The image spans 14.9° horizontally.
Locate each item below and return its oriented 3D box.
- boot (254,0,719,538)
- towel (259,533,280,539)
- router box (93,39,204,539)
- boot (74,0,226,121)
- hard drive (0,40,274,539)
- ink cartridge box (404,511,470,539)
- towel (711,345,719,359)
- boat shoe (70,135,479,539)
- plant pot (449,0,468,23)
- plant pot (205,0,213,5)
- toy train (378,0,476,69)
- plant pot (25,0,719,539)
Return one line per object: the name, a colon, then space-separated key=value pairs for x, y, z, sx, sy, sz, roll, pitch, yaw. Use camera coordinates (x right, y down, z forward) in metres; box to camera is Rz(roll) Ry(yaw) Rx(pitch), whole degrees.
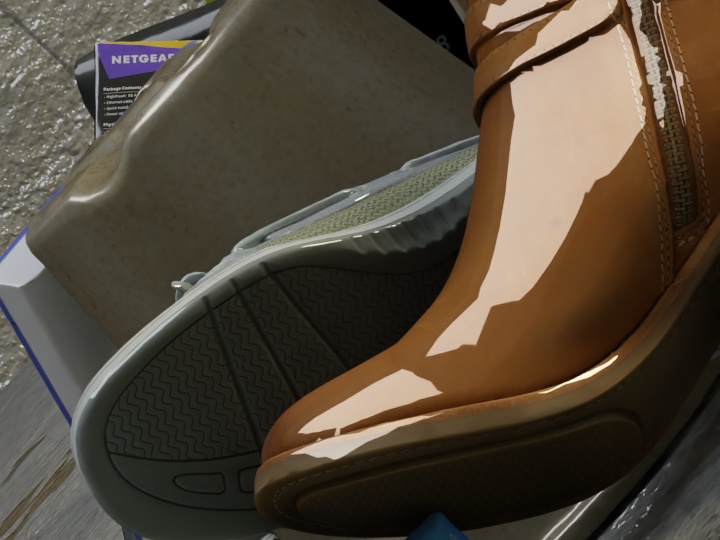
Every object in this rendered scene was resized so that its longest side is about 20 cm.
boot: x=0.047 y=-0.027 z=0.721 sx=0.199 sy=0.156 sz=0.077 roll=-25 pitch=-25 yaw=10
towel: x=-0.089 y=0.151 z=0.762 sx=0.193 sy=0.034 sz=0.200 roll=-54 pitch=4 yaw=-12
router box: x=-0.081 y=0.019 z=1.168 sx=0.200 sy=0.052 sz=0.158 roll=91 pitch=177 yaw=-65
boot: x=-0.039 y=-0.116 z=1.170 sx=0.199 sy=0.165 sz=0.066 roll=-17 pitch=42 yaw=31
hard drive: x=-0.053 y=0.034 z=1.025 sx=0.025 sy=0.200 sz=0.132 roll=7 pitch=47 yaw=37
ink cartridge box: x=-0.014 y=0.157 z=0.643 sx=0.115 sy=0.068 sz=0.200 roll=-45 pitch=8 yaw=27
towel: x=0.144 y=-0.057 z=0.784 sx=0.200 sy=0.024 sz=0.147 roll=-35 pitch=35 yaw=39
boat shoe: x=0.004 y=0.011 z=0.779 sx=0.202 sy=0.075 sz=0.065 roll=-34 pitch=13 yaw=-21
plant pot: x=0.104 y=-0.210 z=0.896 sx=0.177 sy=0.200 sz=0.200 roll=-34 pitch=3 yaw=-28
plant pot: x=0.019 y=-0.133 z=1.554 sx=0.187 sy=0.187 sz=0.200 roll=-47 pitch=23 yaw=8
toy train: x=0.058 y=-0.123 z=1.036 sx=0.199 sy=0.085 sz=0.114 roll=-26 pitch=22 yaw=-13
plant pot: x=0.000 y=0.000 z=0.904 sx=0.200 sy=0.183 sz=0.200 roll=-46 pitch=8 yaw=9
